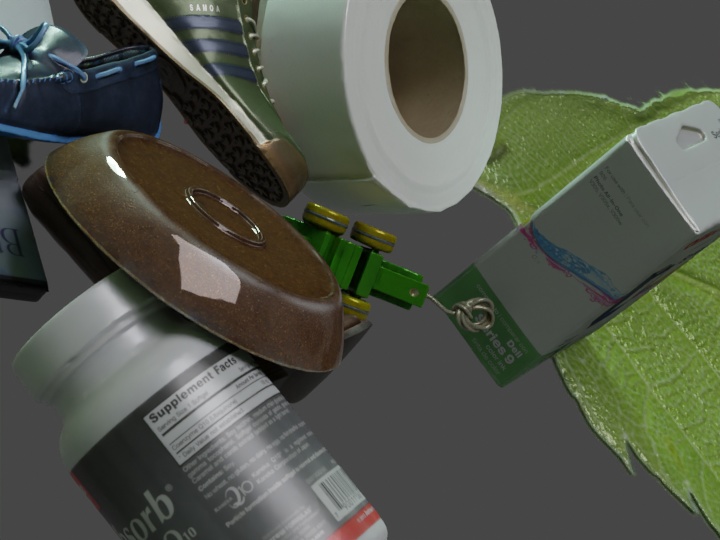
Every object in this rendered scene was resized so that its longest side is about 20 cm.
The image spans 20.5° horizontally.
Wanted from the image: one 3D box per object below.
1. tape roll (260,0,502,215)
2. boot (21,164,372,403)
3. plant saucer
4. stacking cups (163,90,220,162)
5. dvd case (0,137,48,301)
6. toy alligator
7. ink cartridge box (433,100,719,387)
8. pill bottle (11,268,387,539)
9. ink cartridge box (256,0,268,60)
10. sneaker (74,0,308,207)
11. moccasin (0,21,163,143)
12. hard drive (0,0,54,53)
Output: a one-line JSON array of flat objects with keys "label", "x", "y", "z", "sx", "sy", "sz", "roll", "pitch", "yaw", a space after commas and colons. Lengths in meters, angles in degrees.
[{"label": "tape roll", "x": 0.018, "y": -0.137, "z": 1.366, "sx": 0.202, "sy": 0.070, "sz": 0.204, "roll": 0, "pitch": 89, "yaw": -56}, {"label": "boot", "x": -0.099, "y": -0.006, "z": 1.211, "sx": 0.200, "sy": 0.064, "sz": 0.186, "roll": 46, "pitch": 23, "yaw": 13}, {"label": "plant saucer", "x": -0.083, "y": -0.019, "z": 1.113, "sx": 0.200, "sy": 0.035, "sz": 0.200, "roll": 34, "pitch": 15, "yaw": -10}, {"label": "stacking cups", "x": -0.132, "y": -0.161, "z": 1.320, "sx": 0.200, "sy": 0.060, "sz": 0.060, "roll": 50, "pitch": 34, "yaw": 5}, {"label": "dvd case", "x": -0.261, "y": -0.075, "z": 1.134, "sx": 0.142, "sy": 0.018, "sz": 0.201, "roll": 10, "pitch": 50, "yaw": -43}, {"label": "toy alligator", "x": 0.000, "y": 0.000, "z": 1.316, "sx": 0.199, "sy": 0.060, "sz": 0.054, "roll": 21, "pitch": 1, "yaw": -33}, {"label": "ink cartridge box", "x": 0.171, "y": -0.020, "z": 1.385, "sx": 0.088, "sy": 0.200, "sz": 0.145, "roll": 53, "pitch": 34, "yaw": 9}, {"label": "pill bottle", "x": -0.088, "y": 0.101, "z": 1.062, "sx": 0.200, "sy": 0.116, "sz": 0.116, "roll": 50, "pitch": 34, "yaw": 5}, {"label": "ink cartridge box", "x": -0.058, "y": -0.224, "z": 1.442, "sx": 0.146, "sy": 0.084, "sz": 0.200, "roll": 54, "pitch": 34, "yaw": 10}, {"label": "sneaker", "x": -0.087, "y": -0.142, "z": 1.268, "sx": 0.200, "sy": 0.067, "sz": 0.090, "roll": 46, "pitch": 66, "yaw": -4}, {"label": "moccasin", "x": -0.189, "y": -0.111, "z": 1.159, "sx": 0.080, "sy": 0.069, "sz": 0.200, "roll": 12, "pitch": 7, "yaw": 26}, {"label": "hard drive", "x": -0.250, "y": -0.211, "z": 1.211, "sx": 0.132, "sy": 0.027, "sz": 0.201, "roll": 14, "pitch": 55, "yaw": -50}]
